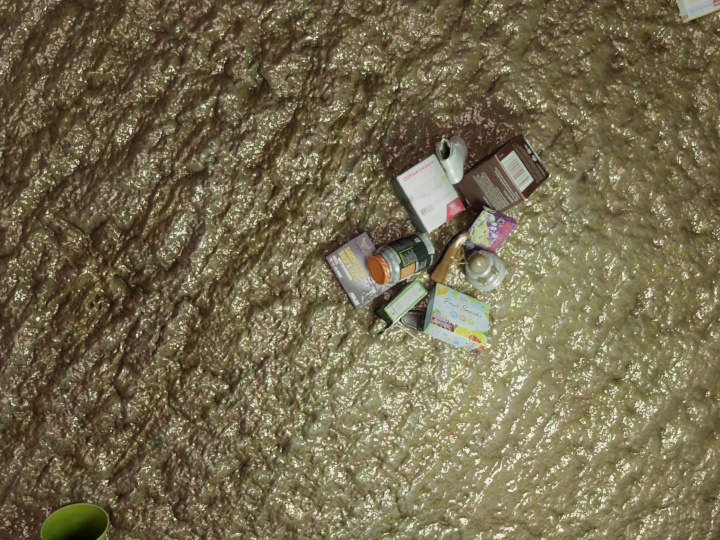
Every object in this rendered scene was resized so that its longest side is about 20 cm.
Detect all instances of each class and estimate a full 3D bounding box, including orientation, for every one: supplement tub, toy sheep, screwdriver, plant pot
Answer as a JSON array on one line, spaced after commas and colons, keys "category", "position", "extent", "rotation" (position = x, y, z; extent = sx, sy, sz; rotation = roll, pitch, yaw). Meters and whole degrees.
[{"category": "supplement tub", "position": [0.127, -0.035, 1.682], "extent": [0.198, 0.122, 0.124], "rotation": [-23, 95, -29]}, {"category": "toy sheep", "position": [0.407, 0.006, 1.727], "extent": [0.139, 0.137, 0.200], "rotation": [-51, 139, -2]}, {"category": "screwdriver", "position": [0.131, 0.183, 1.768], "extent": [0.198, 0.028, 0.029], "rotation": [31, 118, -3]}, {"category": "plant pot", "position": [-0.883, 0.867, 1.644], "extent": [0.184, 0.187, 0.204], "rotation": [11, 106, -5]}]

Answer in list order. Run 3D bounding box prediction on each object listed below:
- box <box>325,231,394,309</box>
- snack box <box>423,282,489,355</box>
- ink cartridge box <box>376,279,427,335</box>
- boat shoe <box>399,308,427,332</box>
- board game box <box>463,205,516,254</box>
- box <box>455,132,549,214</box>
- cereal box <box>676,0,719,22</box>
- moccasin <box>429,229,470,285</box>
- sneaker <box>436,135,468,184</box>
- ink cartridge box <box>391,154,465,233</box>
[{"category": "box", "position": [0.000, 0.000, 1.740], "extent": [0.157, 0.048, 0.202], "rotation": [-31, 95, -3]}, {"category": "snack box", "position": [0.312, 0.155, 1.723], "extent": [0.197, 0.068, 0.170], "rotation": [24, 49, -6]}, {"category": "ink cartridge box", "position": [0.114, 0.118, 1.708], "extent": [0.199, 0.104, 0.059], "rotation": [-42, 91, -13]}, {"category": "boat shoe", "position": [0.225, 0.172, 1.758], "extent": [0.196, 0.065, 0.075], "rotation": [12, 92, -5]}, {"category": "board game box", "position": [0.399, -0.114, 1.710], "extent": [0.118, 0.201, 0.033], "rotation": [18, 53, -7]}, {"category": "box", "position": [0.441, -0.287, 1.669], "extent": [0.164, 0.199, 0.167], "rotation": [-40, 96, -32]}, {"category": "cereal box", "position": [1.139, -0.966, 1.811], "extent": [0.142, 0.040, 0.203], "rotation": [-20, 94, -4]}, {"category": "moccasin", "position": [0.299, -0.040, 1.722], "extent": [0.077, 0.074, 0.203], "rotation": [29, 110, 3]}, {"category": "sneaker", "position": [0.288, -0.385, 1.679], "extent": [0.072, 0.116, 0.203], "rotation": [-10, 49, 24]}, {"category": "ink cartridge box", "position": [0.210, -0.240, 1.702], "extent": [0.144, 0.145, 0.202], "rotation": [-30, 95, -3]}]
